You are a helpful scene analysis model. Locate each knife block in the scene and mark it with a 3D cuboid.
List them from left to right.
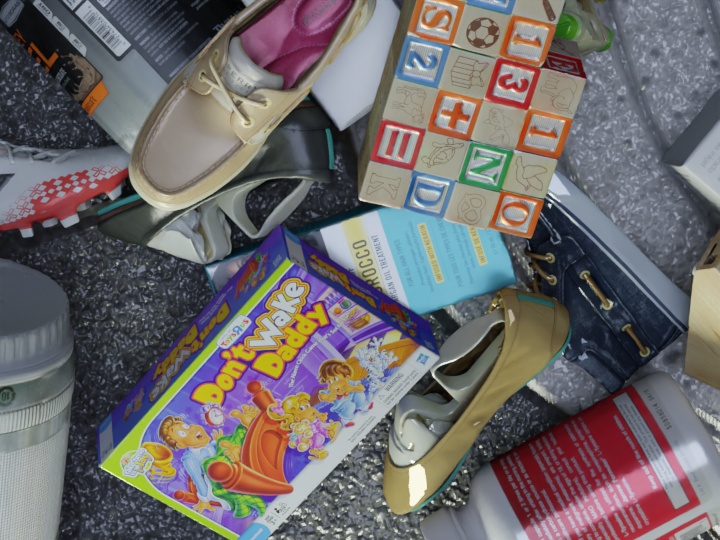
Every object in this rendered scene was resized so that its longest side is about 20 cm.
[{"bbox_3d":[0.307,0.057,1.244,0.175,0.200,0.064,23,62,20],"label":"knife block"}]

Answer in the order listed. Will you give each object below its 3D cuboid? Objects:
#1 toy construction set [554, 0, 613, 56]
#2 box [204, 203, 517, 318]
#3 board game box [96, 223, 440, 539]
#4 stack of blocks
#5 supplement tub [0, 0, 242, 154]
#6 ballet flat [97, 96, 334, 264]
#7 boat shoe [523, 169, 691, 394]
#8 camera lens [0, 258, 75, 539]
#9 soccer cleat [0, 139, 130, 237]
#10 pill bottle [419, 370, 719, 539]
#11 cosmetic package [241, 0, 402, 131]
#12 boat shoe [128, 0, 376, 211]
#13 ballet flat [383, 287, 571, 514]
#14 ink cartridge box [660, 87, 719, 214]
[{"bbox_3d":[0.098,-0.204,1.256,0.131,0.092,0.200,-31,89,28],"label":"toy construction set"},{"bbox_3d":[0.000,0.000,1.291,0.200,0.049,0.082,-19,97,1],"label":"box"},{"bbox_3d":[-0.064,0.083,1.257,0.134,0.045,0.200,33,111,-26],"label":"board game box"},{"bbox_3d":[0.078,-0.130,1.155,0.115,0.059,0.200,12,118,-8],"label":"stack of blocks"},{"bbox_3d":[-0.172,-0.183,1.230,0.123,0.123,0.200,-44,95,4],"label":"supplement tub"},{"bbox_3d":[-0.096,-0.045,1.237,0.200,0.068,0.068,-27,85,36],"label":"ballet flat"},{"bbox_3d":[0.137,-0.003,1.274,0.200,0.071,0.091,43,95,-15],"label":"boat shoe"},{"bbox_3d":[-0.271,0.106,1.227,0.160,0.160,0.200,8,111,-2],"label":"camera lens"},{"bbox_3d":[-0.247,-0.062,1.272,0.200,0.069,0.085,-18,102,6],"label":"soccer cleat"},{"bbox_3d":[0.148,0.162,1.282,0.200,0.112,0.112,-29,96,2],"label":"pill bottle"},{"bbox_3d":[-0.040,-0.197,1.239,0.085,0.108,0.200,-36,95,3],"label":"cosmetic package"},{"bbox_3d":[-0.068,-0.122,1.145,0.074,0.069,0.200,41,84,1],"label":"boat shoe"},{"bbox_3d":[0.061,0.084,1.272,0.063,0.069,0.200,25,117,-29],"label":"ballet flat"},{"bbox_3d":[0.330,-0.064,1.273,0.200,0.083,0.147,39,94,-5],"label":"ink cartridge box"}]
